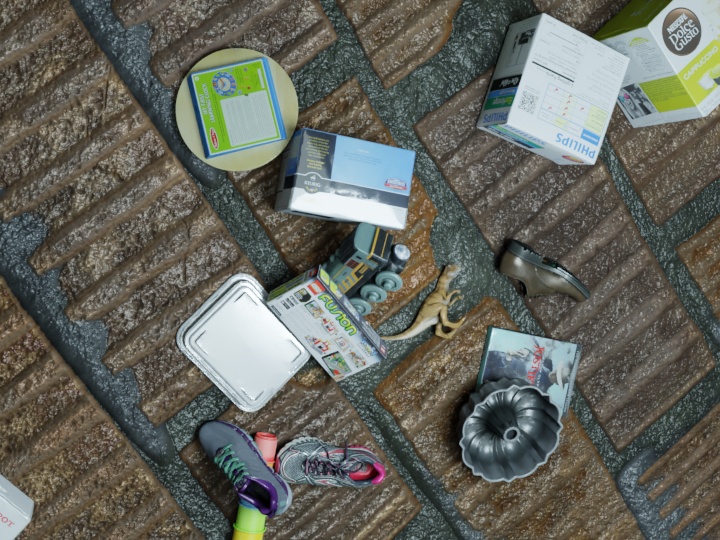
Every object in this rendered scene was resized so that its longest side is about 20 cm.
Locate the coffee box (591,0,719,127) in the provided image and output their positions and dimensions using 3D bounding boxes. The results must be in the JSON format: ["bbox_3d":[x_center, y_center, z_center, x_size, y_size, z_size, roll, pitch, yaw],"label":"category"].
[{"bbox_3d":[0.572,-0.407,1.489,0.199,0.200,0.198,-42,105,-10],"label":"coffee box"}]

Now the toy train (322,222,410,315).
[{"bbox_3d":[0.000,0.000,1.359,0.113,0.200,0.086,29,53,-15],"label":"toy train"}]

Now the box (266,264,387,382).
[{"bbox_3d":[-0.054,0.093,1.377,0.109,0.035,0.201,-27,117,23],"label":"box"}]

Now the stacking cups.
[{"bbox_3d":[-0.179,0.381,1.395,0.060,0.060,0.203,10,92,-18],"label":"stacking cups"}]

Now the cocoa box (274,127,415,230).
[{"bbox_3d":[-0.028,-0.148,1.356,0.198,0.133,0.133,9,90,-18],"label":"cocoa box"}]

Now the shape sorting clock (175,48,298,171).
[{"bbox_3d":[-0.199,-0.259,1.323,0.197,0.039,0.203,1,83,-5],"label":"shape sorting clock"}]

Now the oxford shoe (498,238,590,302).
[{"bbox_3d":[0.341,0.018,1.532,0.198,0.073,0.085,26,102,-15],"label":"oxford shoe"}]

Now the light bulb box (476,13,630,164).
[{"bbox_3d":[0.342,-0.317,1.464,0.196,0.125,0.202,20,90,-19],"label":"light bulb box"}]

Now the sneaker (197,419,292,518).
[{"bbox_3d":[-0.195,0.319,1.336,0.199,0.088,0.075,39,92,12],"label":"sneaker"}]

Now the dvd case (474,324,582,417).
[{"bbox_3d":[0.319,0.194,1.558,0.198,0.022,0.148,13,91,-19],"label":"dvd case"}]

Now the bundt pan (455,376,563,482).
[{"bbox_3d":[0.264,0.283,1.504,0.199,0.076,0.204,-5,111,-12],"label":"bundt pan"}]

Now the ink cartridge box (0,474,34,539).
[{"bbox_3d":[-0.621,0.397,1.244,0.200,0.083,0.145,-47,107,-8],"label":"ink cartridge box"}]

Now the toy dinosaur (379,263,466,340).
[{"bbox_3d":[0.127,0.082,1.478,0.106,0.060,0.201,37,77,7],"label":"toy dinosaur"}]

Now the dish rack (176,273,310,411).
[{"bbox_3d":[-0.189,0.126,1.379,0.172,0.043,0.200,-45,107,-10],"label":"dish rack"}]

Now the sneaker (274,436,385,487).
[{"bbox_3d":[-0.051,0.335,1.420,0.198,0.075,0.082,4,93,-21],"label":"sneaker"}]
